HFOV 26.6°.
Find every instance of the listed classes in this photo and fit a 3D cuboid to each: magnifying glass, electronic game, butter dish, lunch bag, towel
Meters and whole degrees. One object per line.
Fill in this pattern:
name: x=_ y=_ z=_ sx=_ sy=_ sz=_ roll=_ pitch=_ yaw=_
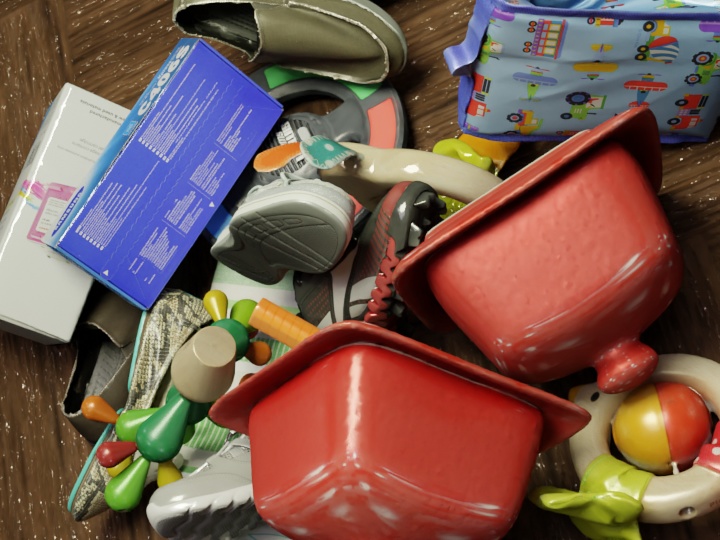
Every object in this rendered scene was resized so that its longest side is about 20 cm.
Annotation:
magnifying glass: x=0.010 y=0.079 z=1.104 sx=0.200 sy=0.080 sz=0.022 roll=31 pitch=52 yaw=3
electronic game: x=-0.054 y=-0.094 z=1.252 sx=0.200 sy=0.042 sz=0.200 roll=-12 pitch=59 yaw=21
butter dish: x=0.016 y=0.141 z=0.980 sx=0.199 sy=0.200 sz=0.148 roll=-36 pitch=38 yaw=50
butter dish: x=0.145 y=0.015 z=1.024 sx=0.200 sy=0.199 sz=0.148 roll=-33 pitch=70 yaw=4
lunch bag: x=0.156 y=-0.152 z=1.058 sx=0.200 sy=0.151 sz=0.094 roll=-9 pitch=62 yaw=-10
towel: x=-0.075 y=0.081 z=1.217 sx=0.152 sy=0.023 sz=0.200 roll=5 pitch=74 yaw=30

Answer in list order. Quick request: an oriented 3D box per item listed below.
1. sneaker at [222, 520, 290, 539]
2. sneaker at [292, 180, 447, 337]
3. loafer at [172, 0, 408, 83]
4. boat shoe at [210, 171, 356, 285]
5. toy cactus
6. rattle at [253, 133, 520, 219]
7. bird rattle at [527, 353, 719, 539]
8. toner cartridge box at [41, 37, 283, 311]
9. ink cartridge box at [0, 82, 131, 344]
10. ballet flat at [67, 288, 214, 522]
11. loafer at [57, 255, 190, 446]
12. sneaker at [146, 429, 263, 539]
sneaker: x=-0.070 y=0.212 z=1.122 sx=0.200 sy=0.080 sz=0.070 roll=24 pitch=107 yaw=35
sneaker: x=0.000 y=0.000 z=1.107 sx=0.098 sy=0.200 sz=0.071 roll=33 pitch=50 yaw=12
loafer: x=-0.061 y=-0.186 z=1.214 sx=0.200 sy=0.075 sz=0.070 roll=17 pitch=46 yaw=9
boat shoe: x=-0.052 y=-0.037 z=1.080 sx=0.074 sy=0.202 sz=0.065 roll=29 pitch=73 yaw=-11
toy cactus: x=-0.126 y=0.079 z=1.119 sx=0.102 sy=0.165 sz=0.200 roll=42 pitch=60 yaw=6
rattle: x=0.033 y=-0.106 z=1.126 sx=0.143 sy=0.200 sz=0.130 roll=-69 pitch=19 yaw=1
bird rattle: x=0.210 y=0.118 z=1.009 sx=0.200 sy=0.113 sz=0.163 roll=-23 pitch=45 yaw=16
toner cartridge box: x=-0.156 y=-0.077 z=1.213 sx=0.200 sy=0.095 sz=0.043 roll=-56 pitch=27 yaw=-9
ink cartridge box: x=-0.256 y=-0.041 z=1.285 sx=0.200 sy=0.085 sz=0.145 roll=-69 pitch=15 yaw=-10
ballet flat: x=-0.163 y=0.113 z=1.210 sx=0.075 sy=0.068 sz=0.200 roll=18 pitch=77 yaw=9
loafer: x=-0.197 y=0.047 z=1.266 sx=0.073 sy=0.071 sz=0.200 roll=2 pitch=72 yaw=29
sneaker: x=-0.075 y=0.135 z=1.110 sx=0.082 sy=0.200 sz=0.075 roll=57 pitch=141 yaw=18
